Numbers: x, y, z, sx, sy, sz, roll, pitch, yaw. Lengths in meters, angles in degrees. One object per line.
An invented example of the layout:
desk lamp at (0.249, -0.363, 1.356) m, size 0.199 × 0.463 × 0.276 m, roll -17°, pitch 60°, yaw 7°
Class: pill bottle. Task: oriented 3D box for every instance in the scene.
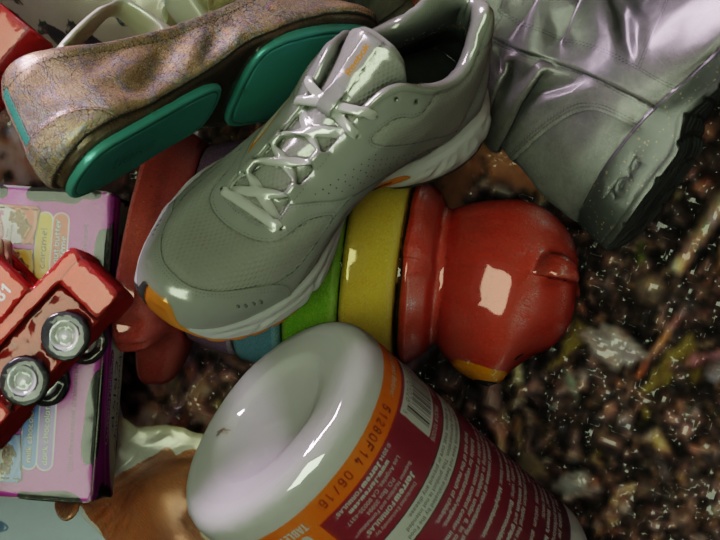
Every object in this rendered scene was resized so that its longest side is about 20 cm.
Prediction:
pill bottle at (0.029, 0.121, 1.069) m, size 0.110 × 0.110 × 0.200 m, roll -43°, pitch 115°, yaw 11°

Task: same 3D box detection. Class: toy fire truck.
toy fire truck at (-0.175, 0.001, 1.043) m, size 0.141 × 0.049 × 0.200 m, roll 43°, pitch 91°, yaw 7°

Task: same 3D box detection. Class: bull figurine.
bull figurine at (-0.066, 0.128, 1.148) m, size 0.121 × 0.065 × 0.201 m, roll -26°, pitch 98°, yaw 19°

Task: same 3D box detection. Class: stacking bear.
stacking bear at (0.000, 0.000, 1.118) m, size 0.198 × 0.122 × 0.115 m, roll 7°, pitch 77°, yaw 5°

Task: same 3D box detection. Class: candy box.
candy box at (-0.206, 0.029, 1.098) m, size 0.198 × 0.061 × 0.137 m, roll 4°, pitch 87°, yaw 4°

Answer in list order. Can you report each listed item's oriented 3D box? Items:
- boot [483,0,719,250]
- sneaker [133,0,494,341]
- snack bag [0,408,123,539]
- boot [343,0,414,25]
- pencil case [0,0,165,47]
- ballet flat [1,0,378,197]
boot at (0.119, -0.122, 1.104) m, size 0.131 × 0.070 × 0.200 m, roll 40°, pitch 96°, yaw 16°
sneaker at (-0.018, -0.055, 1.033) m, size 0.076 × 0.092 × 0.200 m, roll 38°, pitch 59°, yaw 18°
snack bag at (-0.195, 0.113, 1.172) m, size 0.187 × 0.021 × 0.201 m, roll -14°, pitch 86°, yaw -15°
boot at (0.014, -0.156, 1.130) m, size 0.199 × 0.068 × 0.131 m, roll -21°, pitch 117°, yaw -12°
pencil case at (-0.150, -0.132, 1.167) m, size 0.199 × 0.090 × 0.078 m, roll 10°, pitch 59°, yaw 13°
ballet flat at (-0.071, -0.092, 1.040) m, size 0.067 × 0.200 × 0.068 m, roll 49°, pitch 131°, yaw 15°
